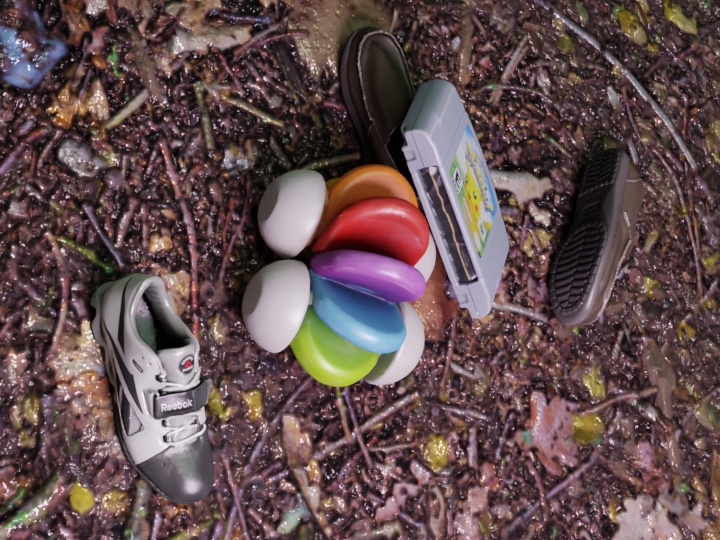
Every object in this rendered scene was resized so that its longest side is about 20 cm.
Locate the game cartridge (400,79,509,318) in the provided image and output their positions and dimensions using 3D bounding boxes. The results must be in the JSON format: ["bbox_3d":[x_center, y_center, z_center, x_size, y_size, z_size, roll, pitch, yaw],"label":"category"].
[{"bbox_3d":[0.093,-0.073,1.587,0.134,0.040,0.202,-72,144,-59],"label":"game cartridge"}]

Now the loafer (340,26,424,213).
[{"bbox_3d":[0.037,-0.143,1.608,0.072,0.071,0.203,-8,81,-35],"label":"loafer"}]

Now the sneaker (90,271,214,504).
[{"bbox_3d":[-0.164,0.098,1.398,0.074,0.088,0.202,-22,91,-37],"label":"sneaker"}]

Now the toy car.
[{"bbox_3d":[0.000,0.000,1.495,0.174,0.149,0.202,21,66,-27],"label":"toy car"}]

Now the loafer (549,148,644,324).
[{"bbox_3d":[0.254,-0.028,1.711,0.071,0.073,0.202,34,63,-28],"label":"loafer"}]
